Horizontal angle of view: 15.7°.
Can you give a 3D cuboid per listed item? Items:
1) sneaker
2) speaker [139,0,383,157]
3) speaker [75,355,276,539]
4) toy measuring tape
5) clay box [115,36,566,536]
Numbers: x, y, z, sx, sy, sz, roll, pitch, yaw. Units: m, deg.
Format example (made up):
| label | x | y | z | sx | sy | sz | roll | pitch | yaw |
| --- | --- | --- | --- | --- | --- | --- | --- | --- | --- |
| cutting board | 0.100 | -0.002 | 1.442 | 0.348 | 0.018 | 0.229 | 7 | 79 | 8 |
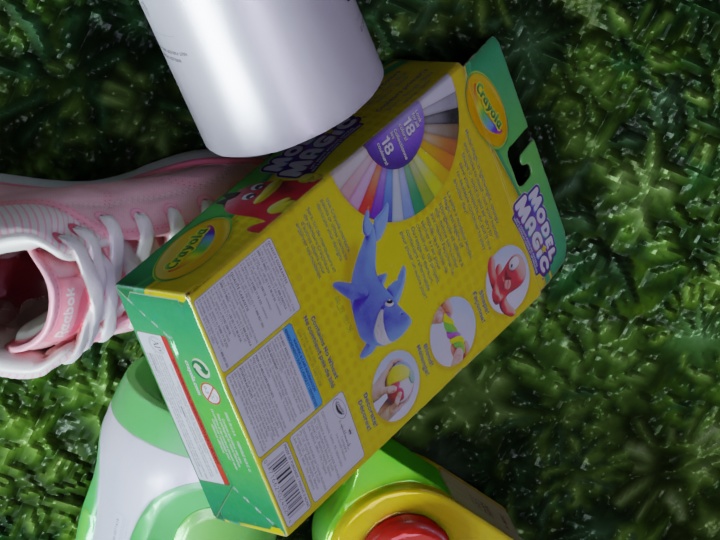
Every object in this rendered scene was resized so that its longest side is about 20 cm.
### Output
| label | x | y | z | sx | sy | sz | roll | pitch | yaw |
| --- | --- | --- | --- | --- | --- | --- | --- | --- | --- |
| sneaker | -0.094 | 0.002 | 1.044 | 0.199 | 0.105 | 0.076 | -1 | 111 | -15 |
| speaker | -0.062 | -0.145 | 1.000 | 0.081 | 0.081 | 0.201 | -25 | 116 | -2 |
| speaker | -0.082 | 0.140 | 1.118 | 0.088 | 0.089 | 0.201 | 7 | 111 | -16 |
| toy measuring tape | 0.042 | 0.135 | 1.156 | 0.200 | 0.074 | 0.074 | 34 | 102 | -24 |
| clay box | 0.000 | 0.000 | 1.058 | 0.200 | 0.047 | 0.115 | -42 | 123 | -36 |
